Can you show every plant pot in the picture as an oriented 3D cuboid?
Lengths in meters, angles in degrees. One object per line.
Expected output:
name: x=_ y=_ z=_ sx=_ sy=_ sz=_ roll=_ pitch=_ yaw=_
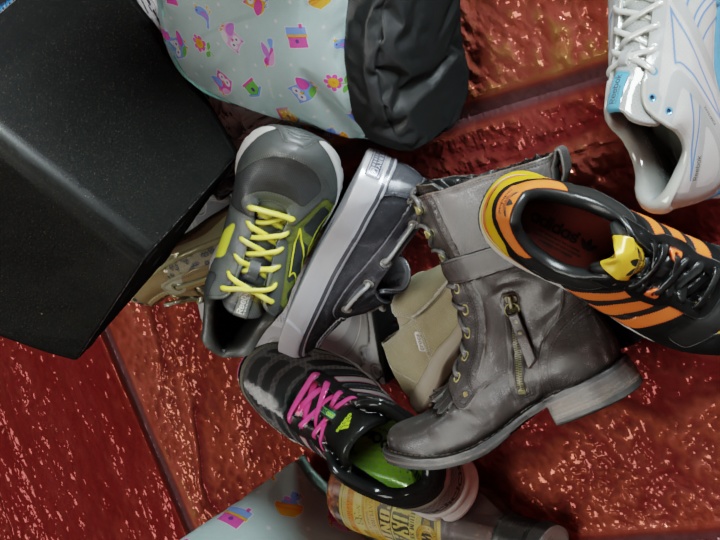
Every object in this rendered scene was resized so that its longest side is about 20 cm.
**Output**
plant pot: x=-0.204 y=-0.064 z=1.398 sx=0.177 sy=0.200 sz=0.200 roll=37 pitch=133 yaw=-1

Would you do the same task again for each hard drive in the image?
hard drive: x=-0.054 y=0.002 z=1.553 sx=0.200 sy=0.038 sz=0.140 roll=13 pitch=120 yaw=43

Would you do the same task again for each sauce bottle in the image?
sauce bottle: x=0.063 y=0.181 z=1.510 sx=0.200 sy=0.066 sz=0.066 roll=10 pitch=119 yaw=43

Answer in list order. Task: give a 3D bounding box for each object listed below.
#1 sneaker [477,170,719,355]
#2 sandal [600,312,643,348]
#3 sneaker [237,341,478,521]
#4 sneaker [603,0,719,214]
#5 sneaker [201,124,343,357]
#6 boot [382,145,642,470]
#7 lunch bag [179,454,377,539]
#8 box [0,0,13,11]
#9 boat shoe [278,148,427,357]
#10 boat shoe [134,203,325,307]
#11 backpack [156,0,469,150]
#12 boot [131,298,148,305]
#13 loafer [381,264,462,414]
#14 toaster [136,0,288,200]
sneaker: x=0.165 y=0.001 z=1.218 sx=0.200 sy=0.090 sz=0.070 roll=24 pitch=93 yaw=-3
sandal: x=0.144 y=0.028 z=1.352 sx=0.075 sy=0.045 sz=0.200 roll=55 pitch=142 yaw=6
sneaker: x=-0.008 y=0.109 z=1.458 sx=0.200 sy=0.087 sz=0.074 roll=34 pitch=89 yaw=18
sneaker: x=0.173 y=-0.126 z=1.200 sx=0.075 sy=0.087 sz=0.201 roll=-2 pitch=109 yaw=49
sneaker: x=-0.062 y=-0.014 z=1.388 sx=0.074 sy=0.085 sz=0.200 roll=14 pitch=139 yaw=-4
boot: x=0.074 y=0.023 z=1.315 sx=0.200 sy=0.069 sz=0.175 roll=-23 pitch=95 yaw=23
lunch bag: x=-0.050 y=0.275 z=1.602 sx=0.200 sy=0.170 sz=0.122 roll=48 pitch=144 yaw=13
box: x=-0.283 y=-0.271 z=1.630 sx=0.200 sy=0.046 sz=0.159 roll=-22 pitch=95 yaw=50
boat shoe: x=0.000 y=0.000 z=1.401 sx=0.068 sy=0.072 sz=0.200 roll=25 pitch=133 yaw=-3
boat shoe: x=-0.102 y=-0.008 z=1.512 sx=0.200 sy=0.073 sz=0.063 roll=-28 pitch=97 yaw=47
backpack: x=-0.034 y=-0.172 z=1.356 sx=0.200 sy=0.126 sz=0.167 roll=21 pitch=124 yaw=33
boot: x=-0.201 y=-0.080 z=1.629 sx=0.200 sy=0.073 sz=0.151 roll=49 pitch=152 yaw=35
loafer: x=0.060 y=0.023 z=1.413 sx=0.068 sy=0.076 sz=0.200 roll=41 pitch=137 yaw=14
toaster: x=-0.131 y=-0.152 z=1.489 sx=0.129 sy=0.114 sz=0.200 roll=-34 pitch=87 yaw=47
